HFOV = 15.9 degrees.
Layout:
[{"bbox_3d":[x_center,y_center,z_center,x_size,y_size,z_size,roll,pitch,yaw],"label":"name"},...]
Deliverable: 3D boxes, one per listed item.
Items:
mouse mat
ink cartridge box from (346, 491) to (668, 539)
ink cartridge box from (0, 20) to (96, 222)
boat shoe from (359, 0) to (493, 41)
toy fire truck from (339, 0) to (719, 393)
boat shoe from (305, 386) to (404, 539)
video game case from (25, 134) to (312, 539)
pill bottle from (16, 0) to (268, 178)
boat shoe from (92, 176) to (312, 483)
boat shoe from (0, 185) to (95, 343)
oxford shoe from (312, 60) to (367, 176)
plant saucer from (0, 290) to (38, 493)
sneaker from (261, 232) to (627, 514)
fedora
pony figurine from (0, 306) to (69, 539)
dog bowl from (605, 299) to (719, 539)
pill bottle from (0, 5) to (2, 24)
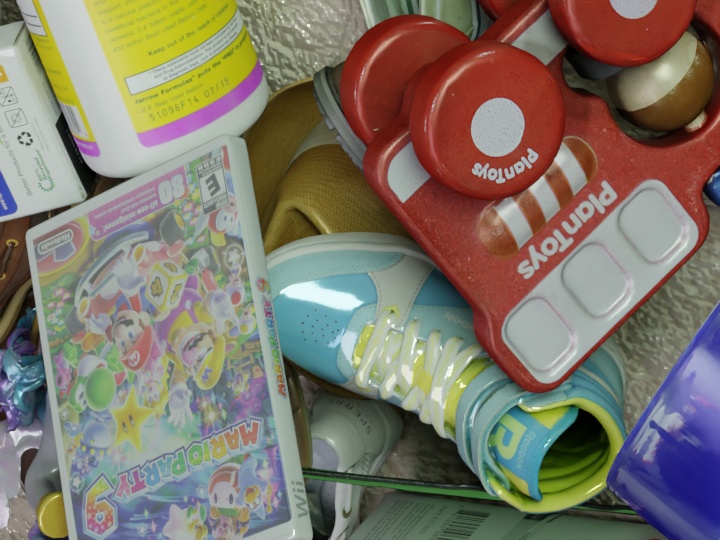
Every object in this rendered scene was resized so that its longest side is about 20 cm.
[{"bbox_3d":[0.040,0.112,1.330,0.160,0.200,0.008,3,84,34],"label":"mouse mat"},{"bbox_3d":[0.071,0.199,1.376,0.199,0.146,0.086,6,123,33],"label":"ink cartridge box"},{"bbox_3d":[-0.246,-0.060,1.347,0.199,0.037,0.095,-14,119,15],"label":"ink cartridge box"},{"bbox_3d":[0.014,-0.186,1.197,0.072,0.062,0.201,-3,119,37],"label":"boat shoe"},{"bbox_3d":[0.100,-0.066,1.151,0.168,0.200,0.112,50,172,-23],"label":"toy fire truck"},{"bbox_3d":[-0.037,0.139,1.467,0.071,0.069,0.201,32,134,13],"label":"boat shoe"},{"bbox_3d":[-0.096,0.052,1.251,0.143,0.018,0.201,-23,69,34],"label":"video game case"},{"bbox_3d":[-0.125,-0.155,1.291,0.104,0.104,0.201,-2,119,37],"label":"pill bottle"},{"bbox_3d":[-0.079,0.032,1.401,0.072,0.065,0.201,-28,89,11],"label":"boat shoe"},{"bbox_3d":[-0.227,-0.002,1.487,0.200,0.067,0.072,-39,62,43],"label":"boat shoe"},{"bbox_3d":[0.066,-0.054,1.230,0.199,0.073,0.084,29,118,-26],"label":"oxford shoe"},{"bbox_3d":[-0.136,0.095,1.512,0.199,0.034,0.201,20,124,33],"label":"plant saucer"},{"bbox_3d":[0.040,0.049,1.220,0.199,0.131,0.080,15,111,-9],"label":"sneaker"},{"bbox_3d":[0.000,0.000,1.328,0.200,0.082,0.202,19,130,24],"label":"fedora"},{"bbox_3d":[-0.158,0.109,1.395,0.166,0.200,0.194,11,102,-20],"label":"pony figurine"},{"bbox_3d":[0.196,0.039,1.132,0.079,0.200,0.201,36,135,11],"label":"dog bowl"},{"bbox_3d":[-0.268,-0.146,1.395,0.200,0.112,0.112,48,136,-4],"label":"pill bottle"}]
